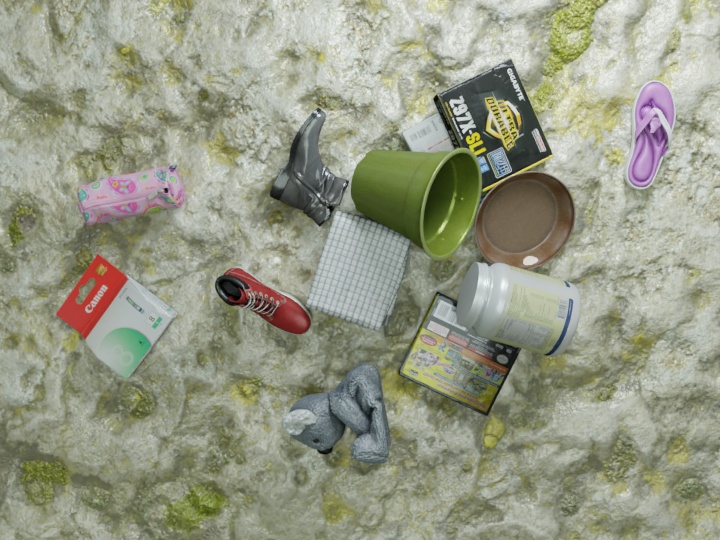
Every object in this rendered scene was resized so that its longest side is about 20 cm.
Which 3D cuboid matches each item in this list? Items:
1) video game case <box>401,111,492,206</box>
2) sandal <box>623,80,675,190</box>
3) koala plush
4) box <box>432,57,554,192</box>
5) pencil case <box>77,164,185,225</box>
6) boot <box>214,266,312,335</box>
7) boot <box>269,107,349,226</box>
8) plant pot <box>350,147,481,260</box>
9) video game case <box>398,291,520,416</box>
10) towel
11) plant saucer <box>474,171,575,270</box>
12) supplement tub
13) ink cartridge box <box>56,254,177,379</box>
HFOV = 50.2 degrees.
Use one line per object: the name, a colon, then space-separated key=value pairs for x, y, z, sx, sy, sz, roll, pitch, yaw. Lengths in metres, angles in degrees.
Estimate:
video game case: x=0.187 y=-0.209 z=1.475 sx=0.142 sy=0.018 sz=0.201 roll=-28 pitch=96 yaw=5
sandal: x=0.548 y=-0.252 z=1.440 sx=0.082 sy=0.050 sz=0.205 roll=6 pitch=98 yaw=1
koala plush: x=-0.052 y=0.280 z=1.484 sx=0.198 sy=0.177 sz=0.186 roll=-9 pitch=86 yaw=4
box: x=0.248 y=-0.269 z=1.436 sx=0.159 sy=0.049 sz=0.201 roll=-25 pitch=96 yaw=-4
pencil case: x=-0.437 y=-0.144 z=1.475 sx=0.198 sy=0.087 sz=0.088 roll=-10 pitch=97 yaw=4
boot: x=-0.184 y=0.069 z=1.464 sx=0.199 sy=0.144 sz=0.073 roll=33 pitch=96 yaw=-4
boot: x=-0.075 y=-0.196 z=1.464 sx=0.131 sy=0.070 sz=0.201 roll=27 pitch=110 yaw=1
plant pot: x=0.088 y=-0.141 z=1.394 sx=0.189 sy=0.199 sz=0.202 roll=20 pitch=100 yaw=33
video game case: x=0.201 y=0.165 z=1.523 sx=0.199 sy=0.026 sz=0.182 roll=25 pitch=98 yaw=-2
towel: x=0.000 y=0.000 z=1.480 sx=0.164 sy=0.086 sz=0.202 roll=17 pitch=96 yaw=-2
plant saucer: x=0.306 y=-0.095 z=1.454 sx=0.198 sy=0.037 sz=0.202 roll=-4 pitch=115 yaw=-9
supplement tub: x=0.292 y=0.069 z=1.437 sx=0.198 sy=0.145 sz=0.146 roll=16 pitch=98 yaw=-6
ink cartridge box: x=-0.491 y=0.091 z=1.528 sx=0.199 sy=0.050 sz=0.161 roll=37 pitch=97 yaw=-5
